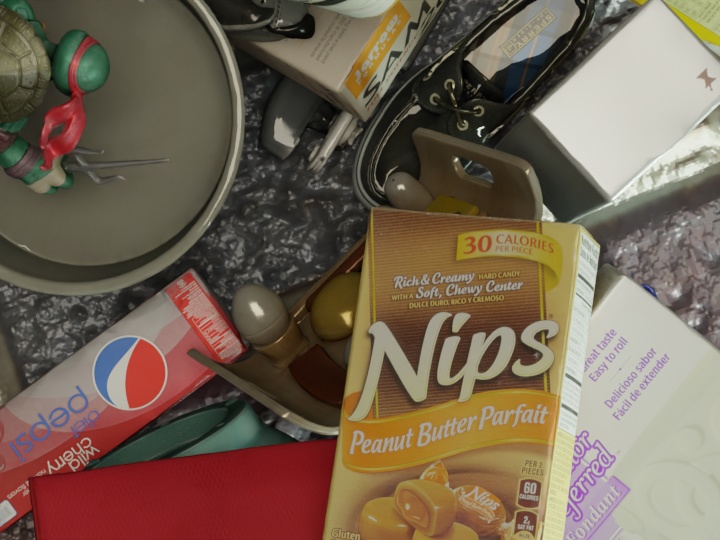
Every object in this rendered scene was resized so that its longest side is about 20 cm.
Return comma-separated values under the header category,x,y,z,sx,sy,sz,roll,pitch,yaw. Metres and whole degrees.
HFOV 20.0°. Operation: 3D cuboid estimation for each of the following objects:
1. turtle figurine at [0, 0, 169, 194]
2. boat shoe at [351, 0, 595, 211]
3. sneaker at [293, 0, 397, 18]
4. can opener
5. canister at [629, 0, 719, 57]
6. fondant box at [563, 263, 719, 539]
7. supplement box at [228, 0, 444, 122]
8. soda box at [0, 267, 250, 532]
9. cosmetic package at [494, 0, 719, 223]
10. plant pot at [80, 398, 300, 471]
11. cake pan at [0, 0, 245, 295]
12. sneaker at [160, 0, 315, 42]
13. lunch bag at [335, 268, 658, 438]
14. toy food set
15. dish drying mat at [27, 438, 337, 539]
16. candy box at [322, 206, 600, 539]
category,x,y,z,sx,sy,sz,roll,pitch,yaw
turtle figurine,-0.198,-0.119,1.092,0.200,0.101,0.150,10,95,13
boat shoe,0.070,-0.115,1.278,0.069,0.057,0.200,44,87,0
sneaker,-0.072,-0.193,1.099,0.200,0.088,0.076,18,98,20
can opener,0.007,-0.152,1.278,0.067,0.053,0.200,30,86,-6
canister,0.187,-0.228,1.254,0.200,0.087,0.149,32,55,-2
fondant box,0.168,0.115,1.113,0.200,0.058,0.144,39,93,-6
supplement box,-0.051,-0.197,1.243,0.200,0.074,0.126,33,87,18
soda box,-0.164,0.081,1.255,0.200,0.070,0.063,-36,90,-3
cosmetic package,0.146,-0.090,1.208,0.101,0.200,0.071,-43,90,-4
plant pot,-0.091,0.158,1.180,0.200,0.200,0.134,-26,99,-3
cake pan,-0.160,-0.087,1.152,0.200,0.037,0.201,1,94,8
sneaker,-0.036,-0.194,1.170,0.200,0.075,0.116,-32,78,16
lunch bag,0.080,0.074,1.214,0.200,0.170,0.124,-20,93,0
toy food set,0.000,0.000,1.172,0.200,0.143,0.060,-46,117,-11
dish drying mat,-0.074,0.134,1.094,0.200,0.018,0.077,-7,68,-9
candy box,0.052,0.073,1.054,0.115,0.055,0.200,5,82,18
